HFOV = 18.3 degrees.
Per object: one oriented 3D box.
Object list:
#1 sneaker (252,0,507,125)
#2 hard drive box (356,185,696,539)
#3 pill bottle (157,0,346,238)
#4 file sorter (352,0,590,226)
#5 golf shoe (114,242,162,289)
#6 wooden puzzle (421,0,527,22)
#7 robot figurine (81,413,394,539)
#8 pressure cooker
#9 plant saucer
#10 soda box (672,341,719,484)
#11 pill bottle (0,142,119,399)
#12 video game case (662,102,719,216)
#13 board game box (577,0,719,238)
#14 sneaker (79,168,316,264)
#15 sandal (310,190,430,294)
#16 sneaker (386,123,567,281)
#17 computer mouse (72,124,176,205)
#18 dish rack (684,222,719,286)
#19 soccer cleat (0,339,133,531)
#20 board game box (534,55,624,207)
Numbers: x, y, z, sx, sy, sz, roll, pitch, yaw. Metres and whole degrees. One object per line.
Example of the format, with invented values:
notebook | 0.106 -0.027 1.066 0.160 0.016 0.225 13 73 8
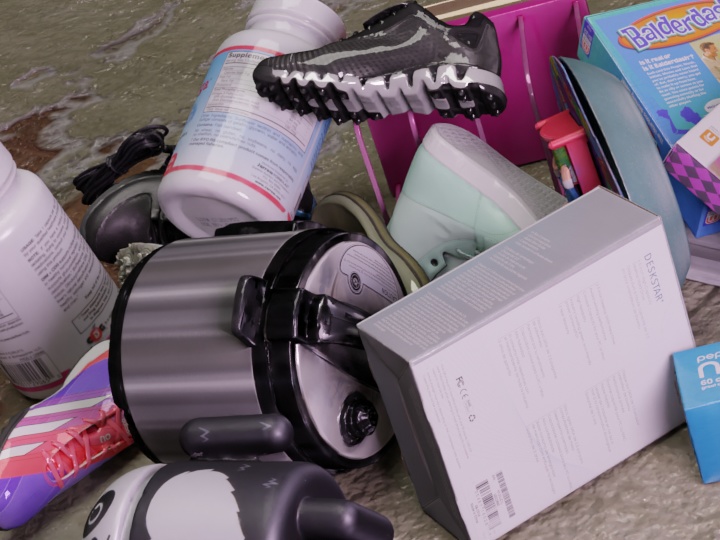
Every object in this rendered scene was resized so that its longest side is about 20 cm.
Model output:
sneaker | 0.017 -0.163 1.717 0.199 0.066 0.091 1 67 14
hard drive box | 0.117 0.063 1.474 0.200 0.156 0.077 -28 30 -17
pill bottle | -0.081 -0.121 1.801 0.108 0.109 0.200 3 59 33
file sorter | 0.101 -0.115 1.797 0.199 0.139 0.126 -13 31 10
golf shoe | -0.113 0.018 1.789 0.097 0.079 0.200 -12 19 -43
wooden puzzle | 0.110 -0.182 2.002 0.185 0.046 0.200 -13 35 11
robot figurine | -0.082 0.182 1.421 0.199 0.125 0.150 -2 34 26
pressure cooker | -0.051 0.059 1.556 0.200 0.179 0.176 -4 22 33
plant saucer | 0.192 -0.064 1.594 0.036 0.200 0.200 -21 30 1
soda box | 0.308 0.073 1.441 0.199 0.064 0.068 -14 30 9
pill bottle | -0.273 -0.007 1.752 0.113 0.200 0.113 -23 31 15
video game case | 0.339 -0.064 1.562 0.200 0.036 0.181 42 57 12
board game box | 0.272 -0.125 1.660 0.152 0.045 0.200 -14 53 -16
sneaker | -0.133 -0.044 1.853 0.199 0.073 0.082 -13 27 -8
sandal | 0.000 0.000 1.721 0.057 0.080 0.201 -23 30 -13
sneaker | 0.107 -0.010 1.702 0.200 0.118 0.074 41 29 24
computer mouse | -0.148 -0.078 1.938 0.200 0.046 0.140 -2 -21 -46
dish rack | 0.294 -0.066 1.700 0.171 0.044 0.200 15 43 45
soccer cleat | -0.205 0.120 1.657 0.073 0.068 0.200 6 36 30
board game box | 0.155 -0.053 1.588 0.039 0.158 0.200 -22 66 0
